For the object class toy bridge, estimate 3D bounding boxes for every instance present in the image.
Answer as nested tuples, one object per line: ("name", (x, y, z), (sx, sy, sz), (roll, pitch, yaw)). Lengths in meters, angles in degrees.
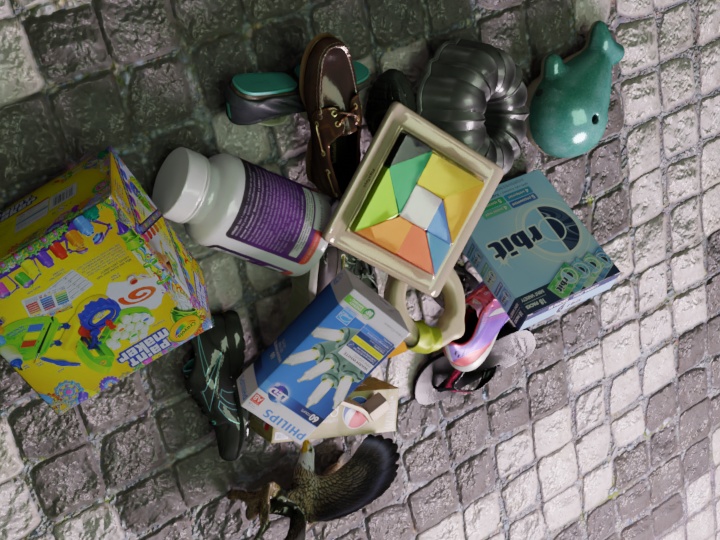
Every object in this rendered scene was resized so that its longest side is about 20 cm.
("toy bridge", (-0.026, 0.132, 1.294), (0.067, 0.027, 0.201), (-36, 125, -11))

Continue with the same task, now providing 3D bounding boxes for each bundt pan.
("bundt pan", (0.157, -0.204, 1.312), (0.201, 0.075, 0.204), (-13, 107, -50))

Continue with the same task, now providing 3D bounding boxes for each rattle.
("rattle", (0.056, 0.010, 1.342), (0.129, 0.143, 0.201), (-22, 93, -18))

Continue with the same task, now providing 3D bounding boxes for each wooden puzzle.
("wooden puzzle", (0.071, -0.080, 1.220), (0.199, 0.037, 0.186), (27, 93, -33))

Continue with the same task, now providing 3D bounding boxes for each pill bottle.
("pill bottle", (-0.140, -0.072, 1.186), (0.199, 0.111, 0.112), (21, 95, -36))

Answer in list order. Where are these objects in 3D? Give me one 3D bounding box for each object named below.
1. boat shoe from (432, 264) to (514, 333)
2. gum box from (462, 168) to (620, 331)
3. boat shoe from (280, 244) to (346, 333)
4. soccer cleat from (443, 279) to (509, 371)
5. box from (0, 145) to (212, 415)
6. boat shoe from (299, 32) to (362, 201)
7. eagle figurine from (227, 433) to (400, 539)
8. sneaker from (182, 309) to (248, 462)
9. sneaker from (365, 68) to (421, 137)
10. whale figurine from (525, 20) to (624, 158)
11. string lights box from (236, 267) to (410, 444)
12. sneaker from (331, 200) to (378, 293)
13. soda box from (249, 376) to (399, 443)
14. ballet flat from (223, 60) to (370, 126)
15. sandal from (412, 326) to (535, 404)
("boat shoe", (0.170, 0.053, 1.464), (0.200, 0.057, 0.067), (42, 83, -36))
("gum box", (0.236, -0.034, 1.397), (0.169, 0.201, 0.045), (-22, 152, -25))
("boat shoe", (-0.060, 0.054, 1.298), (0.060, 0.072, 0.203), (-4, 119, -30))
("soccer cleat", (0.180, 0.044, 1.396), (0.201, 0.068, 0.073), (-56, 144, -14))
("box", (-0.296, 0.013, 1.071), (0.199, 0.122, 0.193), (-29, 123, 4))
("boat shoe", (-0.026, -0.175, 1.175), (0.070, 0.070, 0.201), (-23, 131, -24))
("eagle figurine", (-0.054, 0.295, 1.346), (0.199, 0.152, 0.152), (2, 113, -34))
("sneaker", (-0.186, 0.149, 1.272), (0.079, 0.075, 0.202), (-6, 104, -16))
("sneaker", (0.068, -0.178, 1.317), (0.091, 0.076, 0.201), (-37, 130, -28))
("whale figurine", (0.318, -0.253, 1.420), (0.159, 0.104, 0.201), (39, 84, -36))
("string lights box", (-0.047, 0.106, 1.218), (0.103, 0.059, 0.200), (37, 103, -28))
("sneaker", (0.000, 0.000, 1.320), (0.074, 0.082, 0.202), (-14, 114, -28))
("soda box", (-0.047, 0.188, 1.363), (0.199, 0.068, 0.065), (1, 99, -33))
("ballet flat", (-0.079, -0.211, 1.210), (0.199, 0.073, 0.074), (-16, 115, -34))
("sandal", (0.166, 0.144, 1.465), (0.199, 0.045, 0.075), (-26, 125, 6))
